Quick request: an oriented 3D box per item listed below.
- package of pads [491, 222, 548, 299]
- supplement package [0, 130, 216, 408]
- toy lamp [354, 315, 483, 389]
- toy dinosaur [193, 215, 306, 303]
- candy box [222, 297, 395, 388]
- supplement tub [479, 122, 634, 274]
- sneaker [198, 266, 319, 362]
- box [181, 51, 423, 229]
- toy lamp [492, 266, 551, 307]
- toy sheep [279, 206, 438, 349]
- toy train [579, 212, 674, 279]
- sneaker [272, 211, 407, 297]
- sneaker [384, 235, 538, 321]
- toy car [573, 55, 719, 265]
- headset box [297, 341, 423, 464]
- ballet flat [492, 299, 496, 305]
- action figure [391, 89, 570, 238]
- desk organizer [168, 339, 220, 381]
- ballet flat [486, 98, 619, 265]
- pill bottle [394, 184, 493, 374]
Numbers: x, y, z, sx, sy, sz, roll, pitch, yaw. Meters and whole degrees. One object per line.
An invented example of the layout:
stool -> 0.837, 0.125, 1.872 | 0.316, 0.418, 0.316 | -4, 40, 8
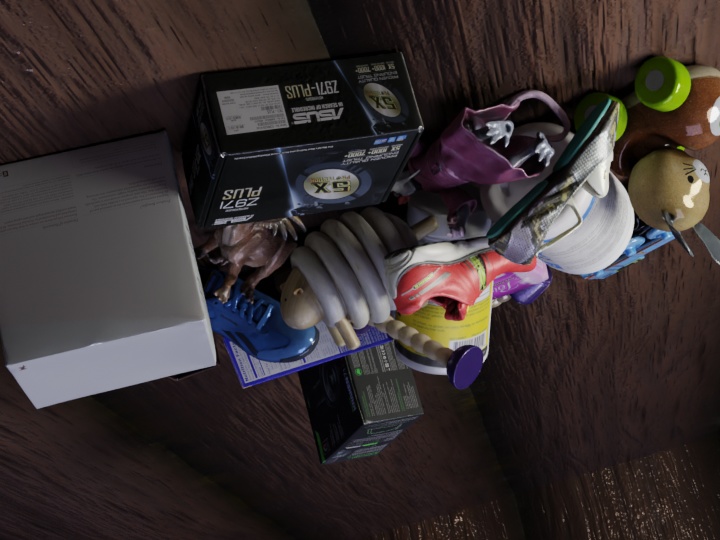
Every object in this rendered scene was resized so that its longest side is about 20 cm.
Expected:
package of pads -> 0.146, -0.021, 1.920 | 0.120, 0.076, 0.200 | -19, 160, 19
supplement package -> -0.254, 0.001, 1.503 | 0.190, 0.201, 0.147 | -13, 160, -5
toy lamp -> 0.044, 0.069, 1.733 | 0.199, 0.059, 0.058 | 26, -173, 36
toy dinosaur -> -0.107, -0.037, 1.694 | 0.135, 0.086, 0.200 | -41, 166, 9
candy box -> -0.053, 0.065, 1.914 | 0.199, 0.077, 0.169 | -17, -171, 11
supplement tub -> 0.223, -0.078, 1.742 | 0.131, 0.133, 0.200 | -22, 158, 18
sneaker -> -0.138, 0.046, 1.777 | 0.199, 0.066, 0.079 | 23, 158, 33
box -> -0.060, -0.122, 1.482 | 0.199, 0.087, 0.164 | -9, 160, -18
toy lamp -> 0.180, 0.042, 2.120 | 0.058, 0.059, 0.200 | 4, 154, -42
toy sheep -> 0.000, 0.000, 1.675 | 0.199, 0.138, 0.138 | -31, 164, -14
toy train -> 0.344, -0.056, 1.968 | 0.200, 0.087, 0.114 | -31, 164, 32
sneaker -> -0.013, -0.028, 1.815 | 0.199, 0.076, 0.071 | -31, 149, -13
sneaker -> 0.107, 0.010, 1.646 | 0.199, 0.086, 0.077 | -7, 179, -35
toy car -> 0.344, -0.104, 1.658 | 0.157, 0.201, 0.164 | -29, 156, 34
headset box -> -0.009, 0.155, 2.133 | 0.092, 0.175, 0.200 | -7, 160, -23
ballet flat -> 0.080, 0.040, 2.052 | 0.199, 0.071, 0.071 | -6, 159, -8
action figure -> 0.097, -0.124, 1.628 | 0.200, 0.134, 0.149 | -20, -153, 49
desk organizer -> -0.243, 0.070, 1.875 | 0.071, 0.077, 0.200 | -20, 160, 13
ballet flat -> 0.215, -0.084, 1.605 | 0.201, 0.072, 0.072 | -49, 158, -3
pill bottle -> 0.097, 0.008, 1.777 | 0.114, 0.114, 0.201 | -8, 118, -19
